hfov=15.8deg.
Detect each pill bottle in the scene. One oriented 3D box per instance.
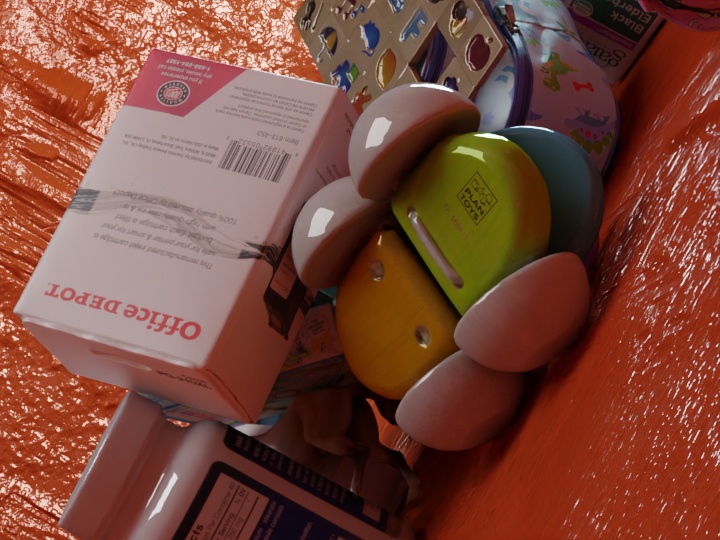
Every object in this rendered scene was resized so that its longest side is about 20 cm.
[{"bbox_3d":[-0.077,0.161,1.586,0.116,0.200,0.116,-60,4,7],"label":"pill bottle"}]

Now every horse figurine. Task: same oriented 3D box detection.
[{"bbox_3d":[-0.038,0.128,1.696,0.200,0.050,0.133,-35,49,11],"label":"horse figurine"}]

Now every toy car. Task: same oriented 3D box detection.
[{"bbox_3d":[0.069,-0.009,1.500,0.150,0.175,0.200,-18,-26,-36],"label":"toy car"}]

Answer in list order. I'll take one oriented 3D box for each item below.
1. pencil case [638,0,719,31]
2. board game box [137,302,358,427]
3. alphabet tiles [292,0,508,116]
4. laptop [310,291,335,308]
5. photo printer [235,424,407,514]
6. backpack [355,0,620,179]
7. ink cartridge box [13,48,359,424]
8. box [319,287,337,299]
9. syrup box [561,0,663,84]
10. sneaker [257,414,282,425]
[{"bbox_3d":[0.220,-0.232,1.480,0.200,0.083,0.087,-64,6,-24],"label":"pencil case"},{"bbox_3d":[-0.058,0.066,1.703,0.134,0.034,0.200,-18,-9,8],"label":"board game box"},{"bbox_3d":[0.013,-0.138,1.653,0.167,0.008,0.200,-55,40,28],"label":"alphabet tiles"},{"bbox_3d":[0.014,0.013,1.923,0.177,0.103,0.201,128,143,-73],"label":"laptop"},{"bbox_3d":[-0.070,0.205,1.766,0.166,0.069,0.200,2,59,55],"label":"photo printer"},{"bbox_3d":[0.066,-0.093,1.700,0.183,0.147,0.200,-61,31,22],"label":"backpack"},{"bbox_3d":[-0.098,-0.022,1.590,0.200,0.144,0.084,-65,-30,-21],"label":"ink cartridge box"},{"bbox_3d":[0.000,0.000,1.730,0.049,0.200,0.082,-58,5,2],"label":"box"},{"bbox_3d":[0.193,-0.227,1.768,0.200,0.079,0.082,-56,7,46],"label":"syrup box"},{"bbox_3d":[-0.092,0.036,1.943,0.079,0.095,0.201,-124,38,-68],"label":"sneaker"}]
